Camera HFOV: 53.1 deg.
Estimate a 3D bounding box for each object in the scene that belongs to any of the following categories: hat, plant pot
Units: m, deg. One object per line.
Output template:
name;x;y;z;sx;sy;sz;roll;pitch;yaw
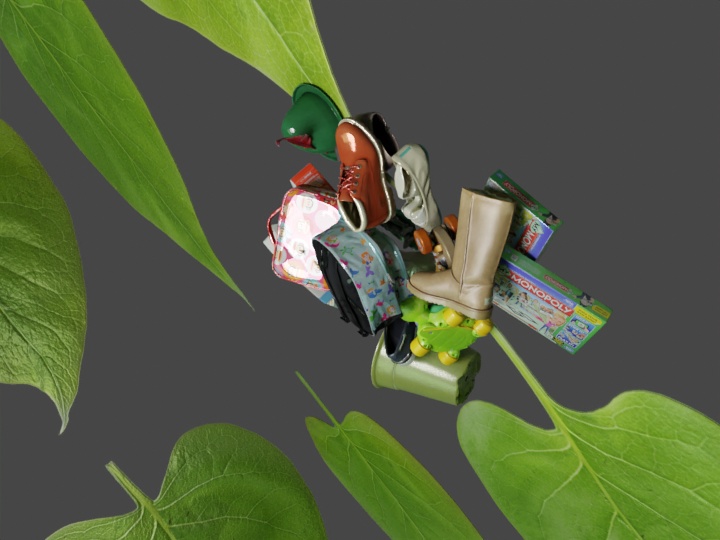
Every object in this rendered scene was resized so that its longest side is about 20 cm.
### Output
hat;-0.140;-0.258;1.418;0.166;0.176;0.200;39;153;25
plant pot;0.155;0.202;1.576;0.189;0.200;0.201;22;145;25

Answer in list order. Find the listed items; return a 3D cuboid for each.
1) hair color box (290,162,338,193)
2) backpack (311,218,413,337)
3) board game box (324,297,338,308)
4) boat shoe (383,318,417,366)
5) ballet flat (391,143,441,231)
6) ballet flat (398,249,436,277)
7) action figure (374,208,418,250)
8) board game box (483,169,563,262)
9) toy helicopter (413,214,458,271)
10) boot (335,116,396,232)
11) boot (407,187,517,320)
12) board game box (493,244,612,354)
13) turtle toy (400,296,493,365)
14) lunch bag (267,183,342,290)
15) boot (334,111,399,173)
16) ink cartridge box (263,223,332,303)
hair color box;-0.061;-0.130;1.565;0.200;0.064;0.111;49;175;5
backpack;0.000;0.000;1.353;0.177;0.150;0.200;37;161;56
board game box;0.020;0.092;1.691;0.199;0.105;0.024;20;101;33
boat shoe;0.078;0.097;1.488;0.075;0.201;0.062;-15;147;36
ballet flat;0.098;-0.135;1.303;0.069;0.069;0.201;26;146;42
ballet flat;0.095;-0.006;1.501;0.200;0.069;0.070;13;136;53
action figure;0.032;-0.120;1.473;0.200;0.055;0.118;39;156;34
board game box;0.248;-0.062;1.211;0.135;0.029;0.200;44;154;17
toy helicopter;0.160;-0.003;1.328;0.200;0.079;0.133;83;162;-67
boot;-0.008;-0.166;1.267;0.075;0.107;0.201;-10;105;42
boot;0.164;-0.039;1.184;0.175;0.066;0.201;20;114;34
board game box;0.302;0.050;1.210;0.200;0.029;0.135;33;153;11
turtle toy;0.157;0.098;1.430;0.199;0.101;0.146;21;130;-30
lunch bag;-0.105;-0.070;1.468;0.175;0.082;0.201;16;107;5
boot;0.024;-0.191;1.341;0.146;0.070;0.201;-20;99;55
ink cartridge box;-0.112;-0.040;1.637;0.129;0.125;0.200;45;179;33
